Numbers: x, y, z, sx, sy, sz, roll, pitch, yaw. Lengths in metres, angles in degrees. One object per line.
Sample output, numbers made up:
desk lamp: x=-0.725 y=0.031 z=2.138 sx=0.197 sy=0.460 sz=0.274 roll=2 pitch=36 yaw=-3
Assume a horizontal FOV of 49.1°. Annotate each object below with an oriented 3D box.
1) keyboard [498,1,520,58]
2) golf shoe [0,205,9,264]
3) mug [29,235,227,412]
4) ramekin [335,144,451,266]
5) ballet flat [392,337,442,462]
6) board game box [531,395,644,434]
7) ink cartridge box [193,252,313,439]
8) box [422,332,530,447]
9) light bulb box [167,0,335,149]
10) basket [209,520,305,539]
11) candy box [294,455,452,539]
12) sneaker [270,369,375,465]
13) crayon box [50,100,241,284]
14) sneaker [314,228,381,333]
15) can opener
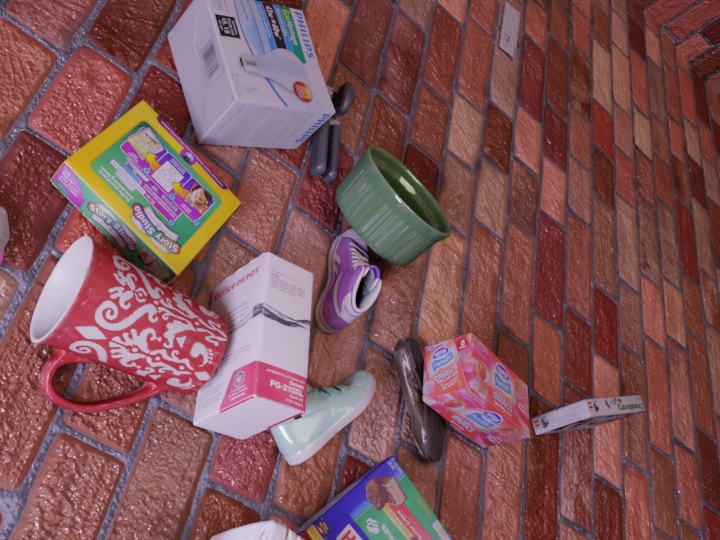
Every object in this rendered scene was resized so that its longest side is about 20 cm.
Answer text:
keyboard: x=0.388 y=-0.627 z=2.048 sx=0.056 sy=0.011 sz=0.202 roll=35 pitch=47 yaw=-25
golf shoe: x=-0.483 y=-0.073 z=0.868 sx=0.199 sy=0.075 sz=0.092 roll=35 pitch=32 yaw=-28
mug: x=-0.283 y=0.079 z=0.951 sx=0.199 sy=0.178 sz=0.134 roll=30 pitch=13 yaw=-33
ramekin: x=0.051 y=-0.103 z=1.322 sx=0.200 sy=0.098 sz=0.201 roll=41 pitch=20 yaw=-19
ballet flat: x=0.089 y=0.210 z=1.274 sx=0.067 sy=0.046 sz=0.203 roll=5 pitch=69 yaw=-63
board game box: x=0.436 y=0.275 z=1.504 sx=0.198 sy=0.126 sz=0.035 roll=5 pitch=64 yaw=-42
ink cartridge box: x=-0.138 y=0.100 z=1.035 sx=0.084 sy=0.144 sz=0.202 roll=25 pitch=52 yaw=-33
box: x=0.194 y=0.202 z=1.307 sx=0.200 sy=0.094 sz=0.104 roll=42 pitch=40 yaw=-37
light bulb box: x=-0.171 y=-0.310 z=1.249 sx=0.198 sy=0.124 sz=0.201 roll=-5 pitch=71 yaw=-44
basket: x=-0.114 y=0.409 z=0.898 sx=0.123 sy=0.135 sz=0.202 roll=36 pitch=47 yaw=-29
candy box: x=0.018 y=0.376 z=1.065 sx=0.199 sy=0.077 sz=0.170 roll=-28 pitch=77 yaw=-47
sneaker: x=-0.059 y=0.168 z=1.122 sx=0.200 sy=0.073 sz=0.119 roll=-38 pitch=102 yaw=-45
crayon box: x=-0.285 y=-0.105 z=1.074 sx=0.200 sy=0.058 sz=0.173 roll=47 pitch=45 yaw=-13
sneaker: x=0.001 y=0.001 z=1.249 sx=0.072 sy=0.114 sz=0.202 roll=32 pitch=48 yaw=-25
can opener: x=-0.052 y=-0.249 z=1.378 sx=0.052 sy=0.066 sz=0.202 roll=26 pitch=57 yaw=-33
